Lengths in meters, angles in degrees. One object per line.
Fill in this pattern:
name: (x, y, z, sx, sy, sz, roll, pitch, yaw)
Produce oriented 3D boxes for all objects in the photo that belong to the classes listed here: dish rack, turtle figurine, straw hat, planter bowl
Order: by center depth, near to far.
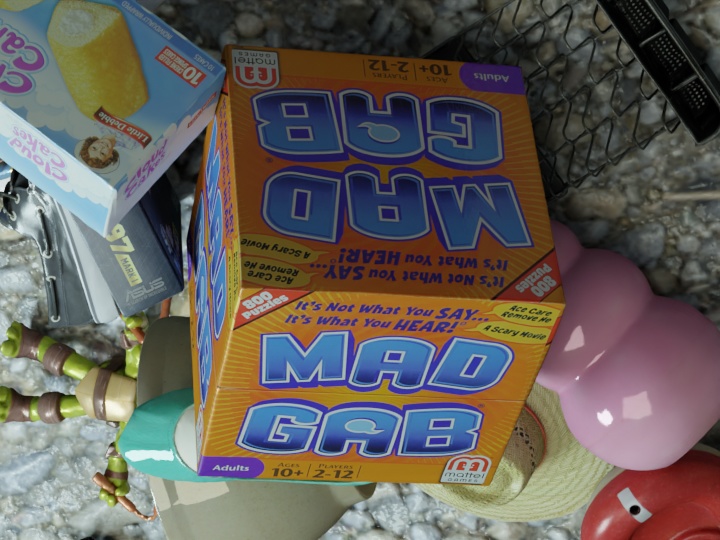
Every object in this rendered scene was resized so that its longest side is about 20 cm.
dish rack: (0.132, -0.121, 1.430, 0.200, 0.055, 0.154, -30, 104, 31)
planter bowl: (-0.065, 0.121, 1.559, 0.134, 0.200, 0.201, -11, 114, 13)
straw hat: (0.086, 0.127, 1.565, 0.200, 0.085, 0.202, 9, 121, 15)
turtle figurine: (-0.200, 0.085, 1.657, 0.161, 0.064, 0.201, 12, 108, 19)

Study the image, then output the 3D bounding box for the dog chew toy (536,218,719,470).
dog chew toy: (0.163, 0.043, 1.476, 0.200, 0.125, 0.125, 45, 123, 2)

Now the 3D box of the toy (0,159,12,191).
toy: (-0.300, -0.098, 1.583, 0.199, 0.047, 0.115, -18, 115, 20)

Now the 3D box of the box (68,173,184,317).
box: (-0.177, -0.075, 1.480, 0.051, 0.200, 0.158, -25, 109, 2)

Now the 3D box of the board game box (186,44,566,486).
board game box: (0.000, 0.000, 1.378, 0.199, 0.201, 0.200, 3, 140, -12)

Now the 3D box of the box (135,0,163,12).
box: (-0.108, -0.270, 1.375, 0.106, 0.152, 0.200, 45, 122, -8)

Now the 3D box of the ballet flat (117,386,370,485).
ballet flat: (-0.064, 0.113, 1.439, 0.199, 0.070, 0.068, 2, 90, -6)

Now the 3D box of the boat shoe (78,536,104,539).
boat shoe: (-0.186, 0.316, 1.782, 0.200, 0.075, 0.093, 45, 130, 1)

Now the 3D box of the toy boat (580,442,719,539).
toy boat: (0.246, 0.222, 1.518, 0.130, 0.131, 0.200, -39, 104, 15)

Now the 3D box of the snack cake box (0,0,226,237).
snack cake box: (-0.198, -0.130, 1.326, 0.200, 0.115, 0.067, 36, 152, 6)

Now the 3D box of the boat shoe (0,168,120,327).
boat shoe: (-0.232, -0.043, 1.560, 0.066, 0.070, 0.201, -16, 124, -2)
